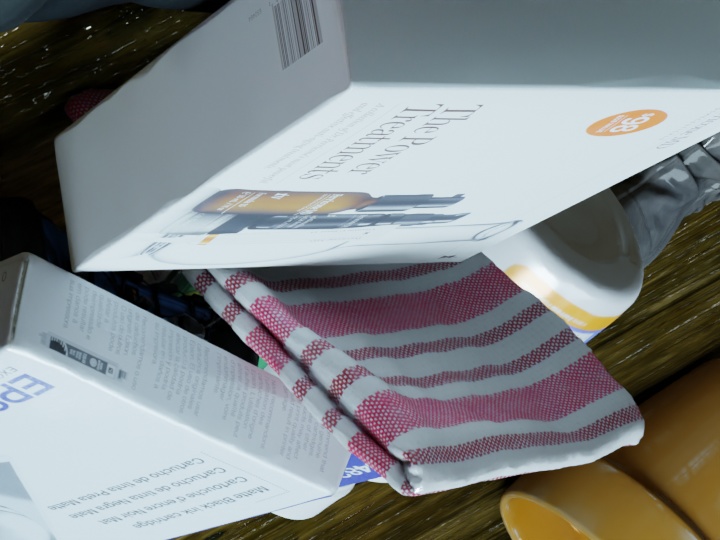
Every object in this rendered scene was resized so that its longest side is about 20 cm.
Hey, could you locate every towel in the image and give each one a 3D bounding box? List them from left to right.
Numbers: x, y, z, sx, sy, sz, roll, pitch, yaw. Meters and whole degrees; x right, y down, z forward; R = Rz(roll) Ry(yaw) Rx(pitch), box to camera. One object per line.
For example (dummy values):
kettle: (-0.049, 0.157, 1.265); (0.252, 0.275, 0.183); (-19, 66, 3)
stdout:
towel: (0.000, 0.000, 0.980); (0.146, 0.200, 0.030); (-9, 138, -53)

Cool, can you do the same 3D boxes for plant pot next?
plant pot: (0.232, 0.169, 1.952); (0.183, 0.200, 0.200); (-43, 167, -16)

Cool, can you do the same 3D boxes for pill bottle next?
pill bottle: (0.021, 0.025, 1.246); (0.200, 0.112, 0.112); (-40, 162, 27)

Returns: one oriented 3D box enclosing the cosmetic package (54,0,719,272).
cosmetic package: (0.013, -0.047, 0.849); (0.151, 0.052, 0.200); (-4, 168, -29)

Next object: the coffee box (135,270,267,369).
coffee box: (-0.067, 0.007, 1.148); (0.123, 0.044, 0.200); (-15, 156, -41)

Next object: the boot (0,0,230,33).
boot: (-0.017, -0.131, 0.770); (0.168, 0.076, 0.200); (-9, 159, -46)

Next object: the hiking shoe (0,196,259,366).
hiking shoe: (-0.085, 0.023, 1.041); (0.087, 0.074, 0.200); (-14, 151, 11)

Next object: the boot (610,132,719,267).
boot: (0.141, -0.046, 1.363); (0.132, 0.070, 0.200); (-37, 174, 6)

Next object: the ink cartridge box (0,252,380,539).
ink cartridge box: (-0.105, 0.069, 0.991); (0.200, 0.041, 0.199); (27, 149, -36)
